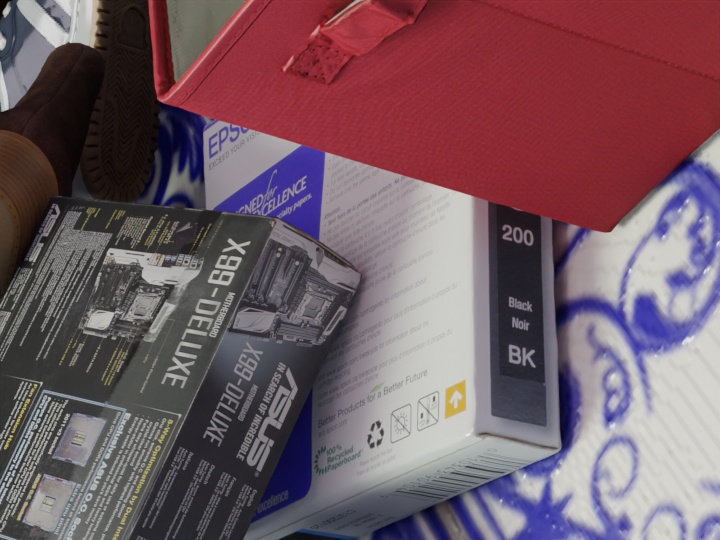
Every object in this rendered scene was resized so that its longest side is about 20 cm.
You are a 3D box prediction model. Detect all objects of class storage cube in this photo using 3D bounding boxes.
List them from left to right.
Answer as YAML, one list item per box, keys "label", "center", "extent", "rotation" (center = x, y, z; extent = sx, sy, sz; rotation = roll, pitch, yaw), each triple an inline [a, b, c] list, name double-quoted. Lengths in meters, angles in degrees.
- label: "storage cube"
  center: [0.047, -0.144, 0.714]
  extent: [0.171, 0.180, 0.200]
  rotation: [-43, 42, 42]

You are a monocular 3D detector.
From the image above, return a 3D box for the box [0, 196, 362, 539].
- label: "box"
  center: [-0.101, 0.071, 0.842]
  extent: [0.158, 0.050, 0.200]
  rotation: [6, 67, 51]

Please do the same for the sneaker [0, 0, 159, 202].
- label: "sneaker"
  center: [-0.149, -0.131, 1.110]
  extent: [0.108, 0.070, 0.200]
  rotation: [1, 78, 35]

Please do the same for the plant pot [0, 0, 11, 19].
- label: "plant pot"
  center: [-0.237, -0.184, 1.230]
  extent: [0.200, 0.186, 0.187]
  rotation: [-123, 54, -69]

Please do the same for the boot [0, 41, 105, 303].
- label: "boot"
  center: [-0.165, 0.012, 0.993]
  extent: [0.166, 0.072, 0.200]
  rotation: [-68, 2, -59]

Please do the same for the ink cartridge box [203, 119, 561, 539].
- label: "ink cartridge box"
  center: [0.000, 0.000, 0.862]
  extent: [0.198, 0.043, 0.200]
  rotation: [-31, 52, 50]
